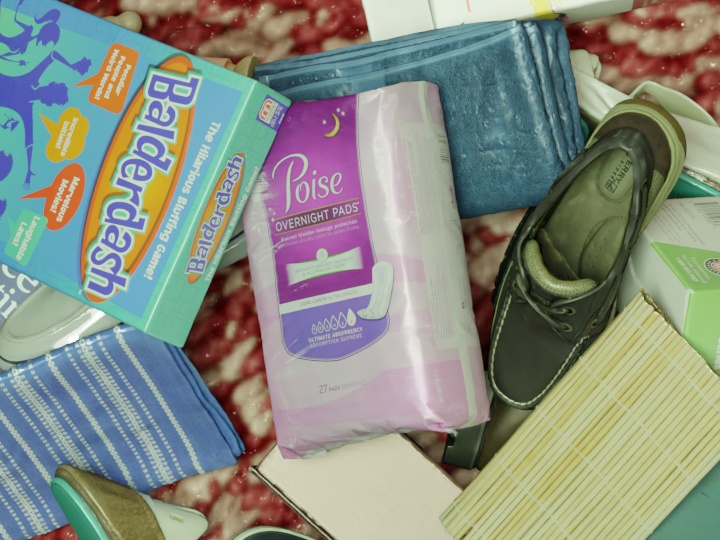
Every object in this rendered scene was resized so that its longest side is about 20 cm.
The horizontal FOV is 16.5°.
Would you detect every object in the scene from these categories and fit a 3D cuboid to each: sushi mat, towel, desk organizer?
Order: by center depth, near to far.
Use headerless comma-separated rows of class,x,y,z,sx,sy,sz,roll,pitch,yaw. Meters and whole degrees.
sushi mat,0.129,0.111,1.386,0.096,0.012,0.200,44,120,10
towel,0.032,-0.082,1.455,0.199,0.048,0.113,-8,100,31
towel,-0.181,0.105,1.473,0.199,0.145,0.024,-23,48,4
desk organizer,0.034,0.155,1.480,0.200,0.072,0.077,42,89,5

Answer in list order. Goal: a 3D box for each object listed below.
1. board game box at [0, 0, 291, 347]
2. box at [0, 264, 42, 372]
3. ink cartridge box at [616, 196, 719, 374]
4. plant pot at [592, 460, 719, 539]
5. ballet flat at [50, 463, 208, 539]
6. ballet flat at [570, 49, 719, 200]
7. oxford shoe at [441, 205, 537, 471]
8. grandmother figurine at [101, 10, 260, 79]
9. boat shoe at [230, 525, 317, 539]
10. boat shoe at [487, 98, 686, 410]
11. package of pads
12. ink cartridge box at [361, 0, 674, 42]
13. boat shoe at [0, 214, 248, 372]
board game box,-0.155,-0.064,1.416,0.199,0.045,0.153,23,88,30
box,-0.195,0.014,1.523,0.121,0.032,0.200,43,91,5
ink cartridge box,0.256,0.008,1.422,0.198,0.117,0.068,-4,118,-14
plant pot,0.232,0.132,1.436,0.199,0.141,0.142,23,90,14
ballet flat,-0.110,0.190,1.487,0.072,0.068,0.201,-31,97,-19
ballet flat,0.147,-0.092,1.488,0.199,0.069,0.070,25,90,2
oxford shoe,0.115,0.030,1.481,0.084,0.073,0.202,17,101,3
grandmother figurine,-0.166,-0.106,1.508,0.198,0.061,0.122,9,45,11
boat shoe,-0.001,0.224,1.470,0.200,0.062,0.075,43,81,-3
boat shoe,0.113,-0.004,1.383,0.073,0.065,0.201,31,119,19
package of pads,0.000,0.000,1.403,0.120,0.075,0.202,-12,84,32
ink cartridge box,0.092,-0.203,1.488,0.198,0.067,0.118,-13,87,4
boat shoe,-0.138,-0.013,1.461,0.199,0.067,0.074,-35,42,-9
